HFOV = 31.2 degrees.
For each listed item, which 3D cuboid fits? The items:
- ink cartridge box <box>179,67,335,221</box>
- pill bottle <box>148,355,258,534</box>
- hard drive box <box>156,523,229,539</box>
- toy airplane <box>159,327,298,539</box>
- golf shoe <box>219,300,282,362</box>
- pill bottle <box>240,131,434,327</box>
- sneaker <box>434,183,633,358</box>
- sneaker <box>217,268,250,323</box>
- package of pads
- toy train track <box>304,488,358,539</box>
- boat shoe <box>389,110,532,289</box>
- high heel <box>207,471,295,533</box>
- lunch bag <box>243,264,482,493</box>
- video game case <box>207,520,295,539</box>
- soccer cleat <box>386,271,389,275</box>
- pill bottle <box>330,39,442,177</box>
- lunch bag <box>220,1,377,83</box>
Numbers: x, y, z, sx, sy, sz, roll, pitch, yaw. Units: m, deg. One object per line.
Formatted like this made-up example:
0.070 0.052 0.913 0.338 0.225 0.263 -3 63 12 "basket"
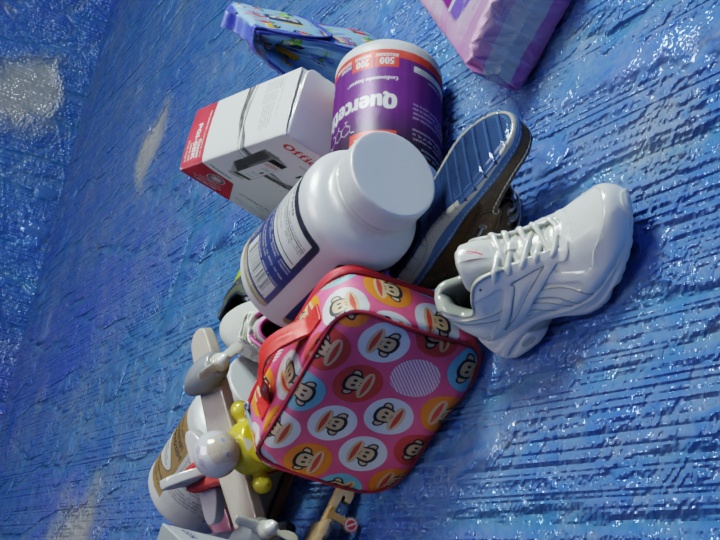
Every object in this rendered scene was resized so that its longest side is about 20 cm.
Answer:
-0.080 -0.130 1.412 0.199 0.146 0.084 -12 56 49 "ink cartridge box"
-0.148 0.191 1.428 0.201 0.113 0.115 -55 28 34 "pill bottle"
-0.066 0.285 1.065 0.155 0.198 0.078 7 79 66 "hard drive box"
-0.124 0.179 1.256 0.199 0.141 0.201 27 98 28 "toy airplane"
-0.089 0.057 1.320 0.198 0.091 0.076 0 78 45 "golf shoe"
-0.019 -0.035 1.129 0.200 0.110 0.112 -43 36 50 "pill bottle"
0.124 -0.002 0.973 0.200 0.098 0.079 -48 32 44 "sneaker"
-0.085 0.016 1.419 0.199 0.074 0.081 -32 17 45 "sneaker"
0.124 -0.264 1.200 0.121 0.075 0.201 -59 26 22 "package of pads"
-0.047 0.291 1.204 0.202 0.032 0.115 -63 3 -16 "toy train track"
0.098 -0.056 1.106 0.200 0.072 0.073 -52 29 44 "boat shoe"
-0.088 0.244 1.349 0.201 0.067 0.096 -58 48 28 "high heel"
-0.010 0.096 1.107 0.201 0.174 0.082 -56 29 30 "lunch bag"
-0.156 0.338 1.311 0.198 0.019 0.144 -17 51 34 "video game case"
0.000 0.000 1.285 0.068 0.072 0.201 -54 29 34 "soccer cleat"
0.026 -0.120 1.267 0.112 0.111 0.202 -43 36 48 "pill bottle"
-0.068 -0.246 1.459 0.095 0.198 0.151 -65 24 15 "lunch bag"
